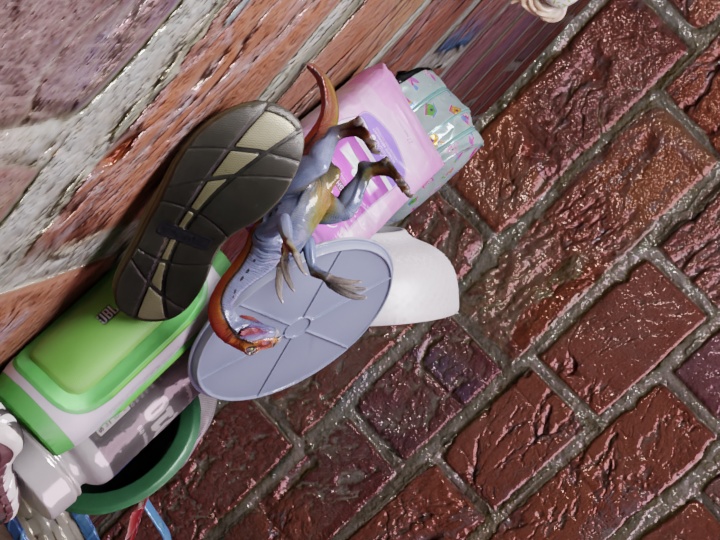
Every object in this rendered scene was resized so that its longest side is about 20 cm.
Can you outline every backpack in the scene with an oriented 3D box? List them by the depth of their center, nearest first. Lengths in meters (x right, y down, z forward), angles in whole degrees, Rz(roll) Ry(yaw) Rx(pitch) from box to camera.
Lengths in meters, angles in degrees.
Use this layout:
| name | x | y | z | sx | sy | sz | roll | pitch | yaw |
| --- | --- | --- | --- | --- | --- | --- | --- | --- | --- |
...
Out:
| name | x | y | z | sx | sy | sz | roll | pitch | yaw |
| --- | --- | --- | --- | --- | --- | --- | --- | --- | --- |
| backpack | 0.030 | -0.123 | 1.228 | 0.200 | 0.127 | 0.167 | -41 | -178 | 31 |

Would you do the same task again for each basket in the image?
| name | x | y | z | sx | sy | sz | roll | pitch | yaw |
| --- | --- | --- | --- | --- | --- | --- | --- | --- | --- |
| basket | -0.314 | 0.249 | 1.180 | 0.200 | 0.177 | 0.139 | -27 | -179 | 14 |

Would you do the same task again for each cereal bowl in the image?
| name | x | y | z | sx | sy | sz | roll | pitch | yaw |
| --- | --- | --- | --- | --- | --- | --- | --- | --- | --- |
| cereal bowl | 0.000 | 0.000 | 1.154 | 0.200 | 0.200 | 0.084 | -34 | 125 | -77 |

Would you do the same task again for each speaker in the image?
| name | x | y | z | sx | sy | sz | roll | pitch | yaw |
| --- | --- | --- | --- | --- | --- | --- | --- | --- | --- |
| speaker | -0.192 | 0.051 | 0.920 | 0.200 | 0.088 | 0.088 | -45 | 177 | -19 |

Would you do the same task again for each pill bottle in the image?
| name | x | y | z | sx | sy | sz | roll | pitch | yaw |
| --- | --- | --- | --- | --- | --- | --- | --- | --- | --- |
| pill bottle | -0.229 | 0.116 | 1.022 | 0.200 | 0.114 | 0.114 | -44 | 177 | -25 |

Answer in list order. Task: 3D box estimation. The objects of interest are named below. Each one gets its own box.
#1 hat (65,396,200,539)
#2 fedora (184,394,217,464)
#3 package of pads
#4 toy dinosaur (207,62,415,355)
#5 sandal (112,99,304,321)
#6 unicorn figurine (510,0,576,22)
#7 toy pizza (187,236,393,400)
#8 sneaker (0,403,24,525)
| name | x | y | z | sx | sy | sz | roll | pitch | yaw |
| --- | --- | --- | --- | --- | --- | --- | --- | --- | --- |
| hat | -0.232 | 0.207 | 1.138 | 0.200 | 0.165 | 0.176 | -46 | 149 | -26 |
| fedora | -0.218 | 0.154 | 1.300 | 0.177 | 0.090 | 0.200 | -44 | -155 | 51 |
| package of pads | -0.020 | -0.089 | 1.066 | 0.200 | 0.121 | 0.076 | -44 | -162 | -31 |
| toy dinosaur | -0.050 | -0.030 | 0.880 | 0.181 | 0.200 | 0.105 | -36 | 134 | 4 |
| sandal | -0.120 | -0.049 | 0.846 | 0.201 | 0.080 | 0.057 | -48 | -151 | 22 |
| unicorn figurine | 0.216 | -0.316 | 1.131 | 0.074 | 0.137 | 0.200 | -44 | 177 | -26 |
| toy pizza | -0.061 | 0.038 | 0.983 | 0.200 | 0.032 | 0.200 | -27 | 151 | -16 |
| sneaker | -0.329 | 0.171 | 0.897 | 0.115 | 0.076 | 0.200 | -38 | 163 | -35 |
